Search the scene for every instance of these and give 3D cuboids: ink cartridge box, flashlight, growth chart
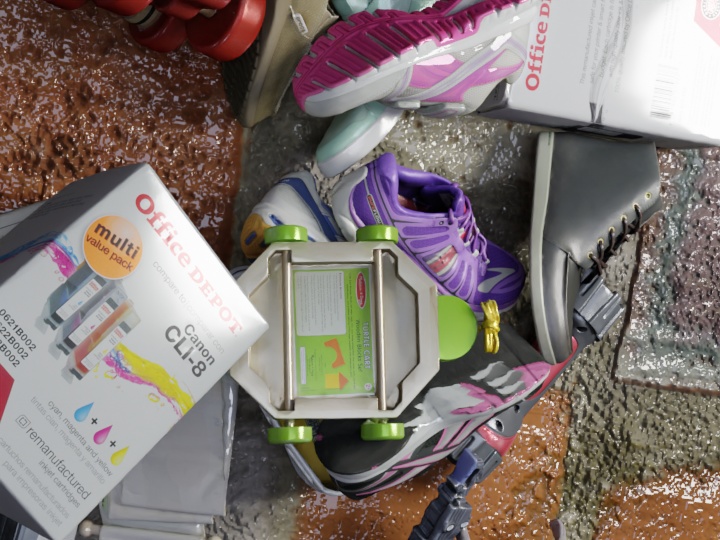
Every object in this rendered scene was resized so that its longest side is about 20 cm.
[{"bbox_3d":[0.207,-0.189,0.943,0.197,0.083,0.147,8,92,-13],"label":"ink cartridge box"},{"bbox_3d":[-0.194,0.048,0.745,0.200,0.144,0.146,-46,113,-27],"label":"ink cartridge box"},{"bbox_3d":[0.142,0.086,0.956,0.068,0.068,0.200,43,85,-18],"label":"flashlight"},{"bbox_3d":[-0.154,0.125,0.883,0.143,0.018,0.203,12,93,17],"label":"growth chart"}]

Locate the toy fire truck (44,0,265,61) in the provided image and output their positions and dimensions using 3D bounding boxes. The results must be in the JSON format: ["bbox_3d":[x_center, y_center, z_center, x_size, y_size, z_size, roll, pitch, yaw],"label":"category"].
[{"bbox_3d":[-0.138,-0.252,0.805,0.111,0.199,0.170,18,90,-44],"label":"toy fire truck"}]

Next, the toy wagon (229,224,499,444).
[{"bbox_3d":[0.003,0.046,0.825,0.197,0.040,0.157,-1,81,-6],"label":"toy wagon"}]

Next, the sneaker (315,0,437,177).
[{"bbox_3d":[-0.008,-0.180,0.895,0.118,0.074,0.202,36,76,-20],"label":"sneaker"}]

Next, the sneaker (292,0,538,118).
[{"bbox_3d":[0.047,-0.147,0.834,0.198,0.082,0.089,-20,129,-9],"label":"sneaker"}]

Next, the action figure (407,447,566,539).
[{"bbox_3d":[0.092,0.249,0.916,0.191,0.105,0.202,3,122,-30],"label":"action figure"}]

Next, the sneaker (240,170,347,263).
[{"bbox_3d":[0.000,0.000,0.908,0.200,0.075,0.089,43,54,-19],"label":"sneaker"}]

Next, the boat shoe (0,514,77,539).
[{"bbox_3d":[-0.243,0.138,0.861,0.070,0.072,0.202,19,88,19],"label":"boat shoe"}]

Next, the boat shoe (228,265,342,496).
[{"bbox_3d":[-0.056,0.092,0.898,0.074,0.086,0.204,-23,100,-11],"label":"boat shoe"}]

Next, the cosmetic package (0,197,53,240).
[{"bbox_3d":[-0.291,0.023,0.810,0.198,0.073,0.105,-22,99,-31],"label":"cosmetic package"}]

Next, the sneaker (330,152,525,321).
[{"bbox_3d":[0.069,-0.026,0.894,0.199,0.083,0.081,28,42,-35],"label":"sneaker"}]

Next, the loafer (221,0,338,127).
[{"bbox_3d":[-0.054,-0.190,0.844,0.067,0.201,0.077,-4,51,-26],"label":"loafer"}]

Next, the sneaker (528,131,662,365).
[{"bbox_3d":[0.192,-0.022,0.916,0.105,0.075,0.203,1,73,12],"label":"sneaker"}]

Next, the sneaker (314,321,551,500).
[{"bbox_3d":[0.054,0.113,0.886,0.198,0.087,0.081,-23,56,-13],"label":"sneaker"}]
